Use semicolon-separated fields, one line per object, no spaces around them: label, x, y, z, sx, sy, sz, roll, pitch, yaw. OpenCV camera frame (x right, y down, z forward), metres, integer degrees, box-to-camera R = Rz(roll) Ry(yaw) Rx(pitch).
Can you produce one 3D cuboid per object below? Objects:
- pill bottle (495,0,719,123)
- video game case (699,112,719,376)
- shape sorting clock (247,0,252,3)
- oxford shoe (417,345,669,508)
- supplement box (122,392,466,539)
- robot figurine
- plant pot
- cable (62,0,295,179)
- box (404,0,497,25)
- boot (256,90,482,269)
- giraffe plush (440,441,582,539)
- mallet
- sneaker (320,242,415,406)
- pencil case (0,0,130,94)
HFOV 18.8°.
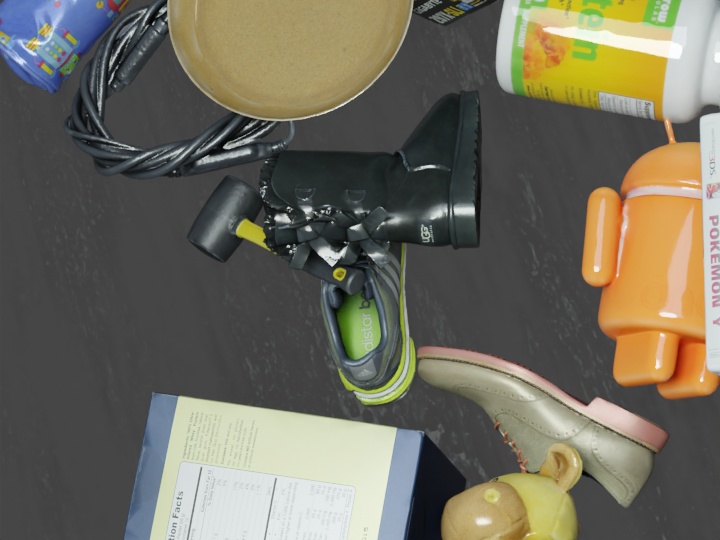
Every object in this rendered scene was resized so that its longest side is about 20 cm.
pill bottle;0.213;-0.173;1.660;0.200;0.111;0.111;12;78;15
video game case;0.296;0.001;1.552;0.023;0.200;0.183;-10;72;33
shape sorting clock;-0.023;-0.287;1.781;0.200;0.039;0.200;-1;76;6
oxford shoe;0.125;0.114;1.624;0.200;0.070;0.075;22;86;18
supplement box;-0.044;0.184;1.570;0.199;0.200;0.134;7;76;13
robot figurine;0.242;-0.007;1.608;0.144;0.117;0.200;7;77;17
plant pot;-0.054;-0.211;1.726;0.200;0.027;0.200;-3;77;11
cable;-0.150;-0.152;1.766;0.200;0.051;0.163;-12;73;9
box;0.107;-0.299;1.689;0.049;0.160;0.200;23;80;-13
boot;0.011;-0.073;1.646;0.162;0.073;0.198;-1;34;7
giraffe plush;0.119;0.212;1.547;0.172;0.200;0.162;-24;62;24
mallet;-0.056;-0.027;1.673;0.200;0.041;0.066;15;74;48
sneaker;0.000;0.000;1.674;0.074;0.081;0.200;-14;72;8
pencil case;-0.229;-0.245;1.793;0.087;0.078;0.200;35;85;16
